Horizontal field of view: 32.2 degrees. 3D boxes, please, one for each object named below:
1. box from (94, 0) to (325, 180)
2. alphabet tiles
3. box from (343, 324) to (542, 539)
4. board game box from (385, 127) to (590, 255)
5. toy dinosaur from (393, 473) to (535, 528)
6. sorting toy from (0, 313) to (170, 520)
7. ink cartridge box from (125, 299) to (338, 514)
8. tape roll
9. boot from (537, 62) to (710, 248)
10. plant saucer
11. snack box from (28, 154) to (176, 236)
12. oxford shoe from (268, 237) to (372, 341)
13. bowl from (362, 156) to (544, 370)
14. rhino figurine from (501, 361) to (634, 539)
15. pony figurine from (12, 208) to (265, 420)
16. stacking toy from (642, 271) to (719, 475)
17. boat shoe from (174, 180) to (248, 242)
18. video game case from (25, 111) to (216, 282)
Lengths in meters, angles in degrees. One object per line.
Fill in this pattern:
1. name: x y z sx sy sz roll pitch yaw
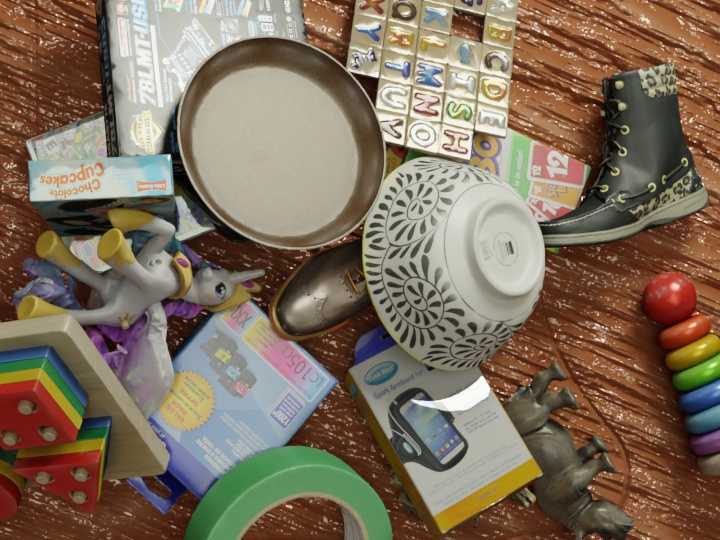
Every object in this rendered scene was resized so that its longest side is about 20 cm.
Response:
1. box: -0.141 -0.185 1.155 0.195 0.050 0.203 -2 74 -24
2. alphabet tiles: 0.069 -0.204 1.218 0.164 0.008 0.203 12 65 -8
3. box: 0.072 0.140 1.194 0.118 0.042 0.202 -25 71 -20
4. board game box: 0.124 -0.100 1.250 0.197 0.030 0.097 24 85 -4
5. toy dinosaur: 0.074 0.186 1.227 0.199 0.058 0.101 39 66 7
6. sorting toy: -0.295 0.140 1.066 0.197 0.200 0.070 -8 45 17
7. ink cartridge box: -0.136 0.134 1.180 0.136 0.076 0.201 42 85 -5
8. tape roll: -0.067 0.266 1.158 0.197 0.048 0.204 -8 108 -26
9. boot: 0.245 -0.111 1.225 0.201 0.073 0.156 -16 98 -24
10. plant saucer: -0.072 -0.112 1.120 0.197 0.032 0.204 8 71 -23
11. snack box: -0.219 -0.063 1.092 0.114 0.200 0.038 -4 84 -8
12. oxford shoe: 0.000 0.000 1.174 0.199 0.073 0.072 -33 94 -28
13. bowl: 0.107 -0.015 1.144 0.198 0.094 0.204 8 76 -36
14. rhino figurine: 0.205 0.198 1.231 0.087 0.060 0.202 -29 93 11
15. pony figurine: -0.202 0.029 1.089 0.192 0.199 0.168 -34 58 22
16. stacking toy: 0.338 0.098 1.251 0.084 0.085 0.202 -24 86 -8
17. boat shoe: -0.158 -0.115 1.175 0.067 0.057 0.201 -38 93 -8
18. video game case: -0.204 -0.092 1.205 0.197 0.018 0.145 -22 91 -9
